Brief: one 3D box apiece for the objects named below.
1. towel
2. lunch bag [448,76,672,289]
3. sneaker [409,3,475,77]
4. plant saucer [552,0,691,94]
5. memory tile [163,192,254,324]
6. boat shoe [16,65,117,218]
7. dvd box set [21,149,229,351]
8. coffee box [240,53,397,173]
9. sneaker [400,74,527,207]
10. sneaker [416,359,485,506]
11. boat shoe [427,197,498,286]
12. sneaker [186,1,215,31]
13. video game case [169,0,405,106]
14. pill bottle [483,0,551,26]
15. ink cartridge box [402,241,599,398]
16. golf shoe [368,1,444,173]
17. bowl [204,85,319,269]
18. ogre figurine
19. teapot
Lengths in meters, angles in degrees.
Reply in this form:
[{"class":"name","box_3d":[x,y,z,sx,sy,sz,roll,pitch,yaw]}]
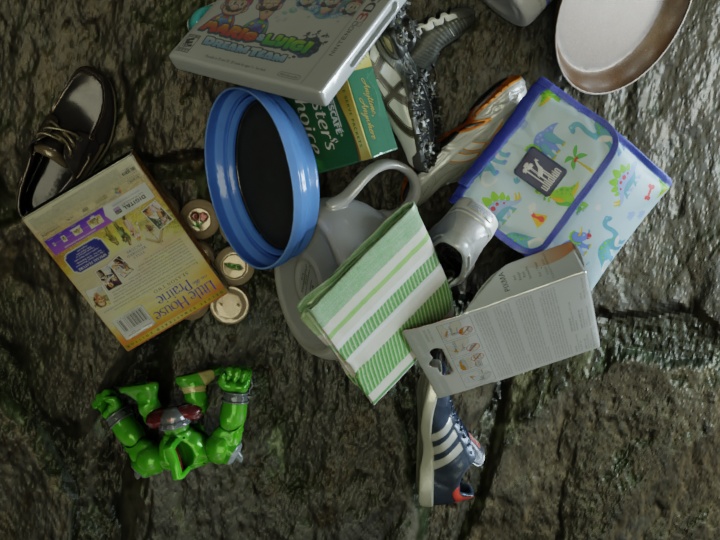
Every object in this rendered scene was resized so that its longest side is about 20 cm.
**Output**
[{"class":"towel","box_3d":[0.027,0.041,0.790,0.153,0.023,0.200,-44,141,-11]},{"class":"lunch bag","box_3d":[0.220,-0.093,0.870,0.200,0.127,0.170,33,97,-25]},{"class":"sneaker","box_3d":[0.053,-0.228,0.893,0.200,0.066,0.091,-30,103,8]},{"class":"plant saucer","box_3d":[0.289,-0.296,0.858,0.200,0.032,0.200,-17,130,-21]},{"class":"memory tile","box_3d":[-0.228,-0.017,0.948,0.200,0.017,0.154,9,101,-4]},{"class":"boat shoe","box_3d":[-0.340,-0.138,0.892,0.074,0.073,0.200,21,100,-5]},{"class":"dvd box set","box_3d":[-0.268,-0.020,0.897,0.146,0.029,0.200,-31,113,3]},{"class":"coffee box","box_3d":[-0.056,-0.166,0.845,0.044,0.200,0.123,-26,104,-40]},{"class":"sneaker","box_3d":[0.138,-0.132,0.909,0.200,0.076,0.092,-42,103,7]},{"class":"sneaker","box_3d":[0.115,0.204,0.973,0.084,0.075,0.200,0,111,0]},{"class":"boat shoe","box_3d":[0.097,-0.011,0.866,0.072,0.200,0.069,40,70,0]},{"class":"sneaker","box_3d":[-0.095,-0.272,0.871,0.200,0.080,0.078,-2,101,-2]},{"class":"video game case","box_3d":[-0.068,-0.254,0.774,0.200,0.024,0.182,21,66,30]},{"class":"pill bottle","box_3d":[0.212,-0.379,0.843,0.112,0.112,0.200,43,97,-8]},{"class":"ink cartridge box","box_3d":[0.158,0.062,0.859,0.200,0.050,0.162,-18,140,10]},{"class":"golf shoe","box_3d":[0.028,-0.199,0.840,0.094,0.078,0.200,-10,105,28]},{"class":"bowl","box_3d":[-0.111,-0.103,0.850,0.039,0.201,0.201,-16,103,-34]},{"class":"ogre figurine","box_3d":[-0.225,0.189,0.948,0.200,0.098,0.120,-11,89,-11]},{"class":"teapot","box_3d":[0.000,0.000,0.890,0.146,0.200,0.198,-11,79,-31]}]
